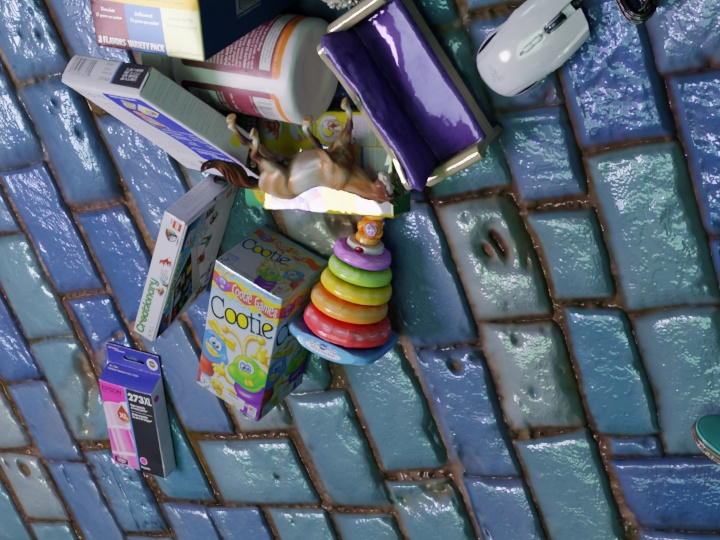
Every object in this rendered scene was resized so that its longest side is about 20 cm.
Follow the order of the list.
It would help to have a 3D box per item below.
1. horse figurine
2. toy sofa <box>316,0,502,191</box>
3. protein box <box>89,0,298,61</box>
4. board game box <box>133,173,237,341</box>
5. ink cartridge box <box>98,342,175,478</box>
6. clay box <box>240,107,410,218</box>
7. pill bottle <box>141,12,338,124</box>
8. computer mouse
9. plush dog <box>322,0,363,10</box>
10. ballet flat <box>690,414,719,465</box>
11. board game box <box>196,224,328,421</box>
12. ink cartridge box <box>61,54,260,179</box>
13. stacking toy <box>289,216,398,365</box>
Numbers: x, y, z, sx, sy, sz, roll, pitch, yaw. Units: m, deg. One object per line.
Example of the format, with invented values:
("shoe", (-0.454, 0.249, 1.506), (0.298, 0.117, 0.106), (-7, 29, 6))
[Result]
("horse figurine", (-0.066, -0.116, 1.316), (0.198, 0.050, 0.133), (-7, 139, 16))
("toy sofa", (0.051, -0.189, 1.279), (0.082, 0.098, 0.201), (-25, 103, 39))
("protein box", (-0.169, -0.345, 1.237), (0.134, 0.199, 0.202), (12, 124, 24))
("board game box", (-0.214, -0.020, 1.524), (0.034, 0.126, 0.201), (31, 129, 10))
("ink cartridge box", (-0.325, 0.204, 1.793), (0.094, 0.037, 0.202), (12, 122, 24))
("clay box", (-0.041, -0.125, 1.391), (0.198, 0.047, 0.116), (6, 105, 30))
("pill bottle", (-0.132, -0.230, 1.351), (0.198, 0.114, 0.115), (13, 125, 25))
("computer mouse", (0.184, -0.233, 1.206), (0.110, 0.044, 0.200), (46, 131, -3))
("plush dog", (-0.006, -0.355, 1.207), (0.171, 0.160, 0.202), (24, 101, 34))
("ballet flat", (0.450, 0.209, 1.314), (0.198, 0.068, 0.076), (10, 139, 23))
("board game box", (-0.124, 0.066, 1.533), (0.104, 0.103, 0.202), (29, 129, 19))
("ink cartridge box", (-0.212, -0.170, 1.394), (0.199, 0.047, 0.197), (31, 171, -39))
("stacking toy", (0.000, 0.000, 1.441), (0.115, 0.110, 0.202), (23, 113, 18))
